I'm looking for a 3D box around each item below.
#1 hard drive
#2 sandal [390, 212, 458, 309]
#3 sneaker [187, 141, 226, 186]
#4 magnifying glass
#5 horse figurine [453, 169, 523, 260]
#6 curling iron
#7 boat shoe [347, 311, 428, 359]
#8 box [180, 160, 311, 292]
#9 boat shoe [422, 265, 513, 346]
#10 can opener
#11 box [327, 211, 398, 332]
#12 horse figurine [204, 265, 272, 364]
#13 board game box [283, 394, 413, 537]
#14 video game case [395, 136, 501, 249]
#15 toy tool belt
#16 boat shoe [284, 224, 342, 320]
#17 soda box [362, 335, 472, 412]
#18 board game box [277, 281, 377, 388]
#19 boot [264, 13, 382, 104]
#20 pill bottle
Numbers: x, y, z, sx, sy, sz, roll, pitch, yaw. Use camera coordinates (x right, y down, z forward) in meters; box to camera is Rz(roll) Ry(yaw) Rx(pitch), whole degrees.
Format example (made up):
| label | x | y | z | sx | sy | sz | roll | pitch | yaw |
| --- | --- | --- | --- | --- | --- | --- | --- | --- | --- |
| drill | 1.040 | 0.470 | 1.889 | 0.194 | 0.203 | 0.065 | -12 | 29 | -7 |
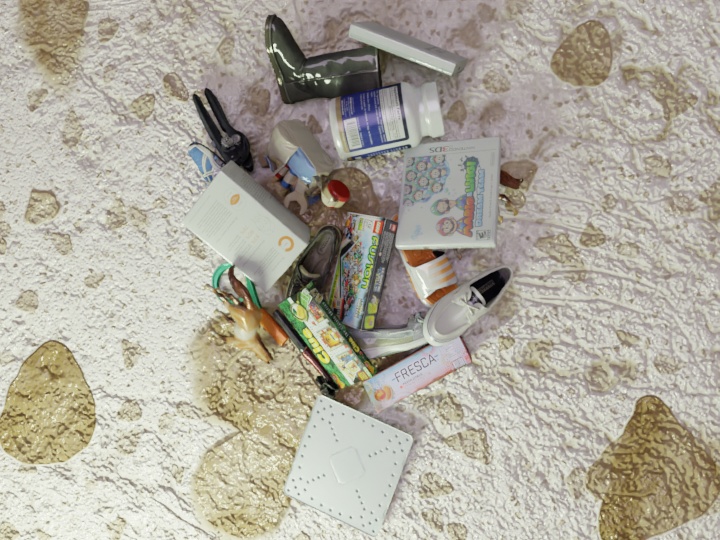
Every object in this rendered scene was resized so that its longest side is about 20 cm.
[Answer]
| label | x | y | z | sx | sy | sz | roll | pitch | yaw |
| --- | --- | --- | --- | --- | --- | --- | --- | --- | --- |
| hard drive | 0.089 | -0.402 | 1.086 | 0.197 | 0.132 | 0.027 | 25 | 118 | 9 |
| sandal | 0.117 | -0.018 | 1.093 | 0.078 | 0.059 | 0.209 | -29 | 83 | -20 |
| sneaker | -0.273 | -0.167 | 1.167 | 0.077 | 0.076 | 0.200 | -44 | 81 | 2 |
| magnifying glass | -0.214 | 0.066 | 1.179 | 0.080 | 0.022 | 0.200 | -45 | 83 | 6 |
| horse figurine | 0.199 | -0.119 | 1.095 | 0.199 | 0.050 | 0.134 | -39 | 74 | 13 |
| curling iron | -0.103 | 0.156 | 1.146 | 0.025 | 0.050 | 0.202 | -36 | 81 | 7 |
| boat shoe | 0.072 | 0.112 | 1.104 | 0.198 | 0.074 | 0.066 | -17 | 89 | 16 |
| box | -0.204 | -0.081 | 1.102 | 0.199 | 0.098 | 0.125 | 41 | 105 | -13 |
| boat shoe | 0.191 | 0.056 | 1.044 | 0.198 | 0.066 | 0.073 | -31 | 81 | -23 |
| can opener | -0.274 | -0.275 | 1.171 | 0.063 | 0.079 | 0.201 | -30 | 72 | -19 |
| box | 0.000 | 0.000 | 1.108 | 0.109 | 0.034 | 0.205 | 13 | 90 | 48 |
| horse figurine | -0.222 | 0.089 | 1.106 | 0.131 | 0.050 | 0.202 | 28 | 136 | 17 |
| board game box | -0.023 | 0.364 | 1.136 | 0.197 | 0.026 | 0.204 | 21 | 92 | 9 |
| video game case | 0.157 | -0.137 | 1.073 | 0.178 | 0.024 | 0.204 | -1 | 72 | 23 |
| toy tool belt | -0.112 | -0.175 | 1.133 | 0.201 | 0.124 | 0.123 | 54 | 128 | 10 |
| boat shoe | -0.097 | 0.005 | 1.138 | 0.072 | 0.065 | 0.204 | 22 | 93 | 7 |
| soda box | 0.105 | 0.181 | 1.097 | 0.197 | 0.068 | 0.064 | -29 | 83 | 7 |
| board game box | -0.062 | 0.122 | 1.099 | 0.201 | 0.023 | 0.104 | 53 | 139 | -6 |
| boot | -0.063 | -0.389 | 1.106 | 0.196 | 0.184 | 0.073 | 1 | 47 | 18 |
| pill bottle | 0.049 | -0.274 | 1.095 | 0.196 | 0.116 | 0.118 | -10 | 87 | 9 |
